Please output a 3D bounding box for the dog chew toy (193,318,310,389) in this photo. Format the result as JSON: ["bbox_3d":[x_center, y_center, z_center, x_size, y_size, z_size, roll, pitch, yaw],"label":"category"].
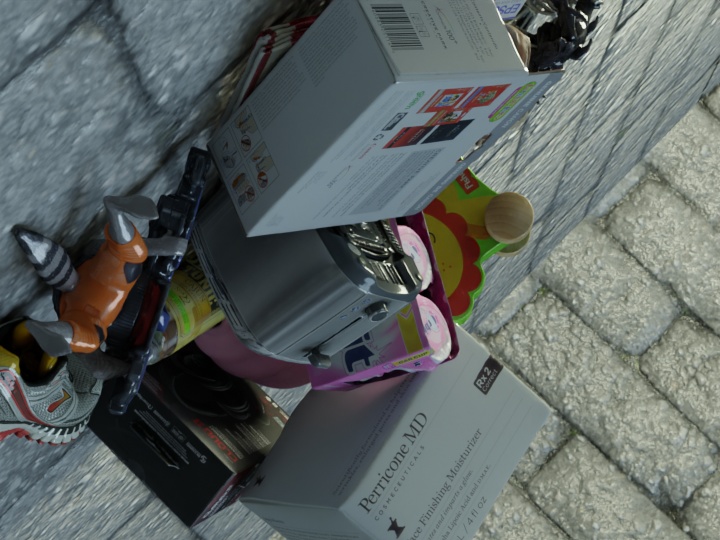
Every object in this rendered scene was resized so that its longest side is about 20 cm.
[{"bbox_3d":[-0.092,0.048,1.624,0.125,0.125,0.200,-49,162,12],"label":"dog chew toy"}]

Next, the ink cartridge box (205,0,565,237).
[{"bbox_3d":[0.018,-0.115,1.260,0.175,0.084,0.200,-8,155,-42],"label":"ink cartridge box"}]

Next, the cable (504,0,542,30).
[{"bbox_3d":[0.142,-0.246,1.714,0.200,0.050,0.097,-59,153,-1],"label":"cable"}]

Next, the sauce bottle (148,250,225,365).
[{"bbox_3d":[-0.130,0.012,1.484,0.200,0.065,0.065,-38,166,-48],"label":"sauce bottle"}]

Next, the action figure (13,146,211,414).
[{"bbox_3d":[-0.176,-0.010,1.229,0.193,0.104,0.201,115,-7,-79],"label":"action figure"}]

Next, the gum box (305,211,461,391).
[{"bbox_3d":[0.000,0.000,1.472,0.113,0.201,0.066,-21,166,25],"label":"gum box"}]

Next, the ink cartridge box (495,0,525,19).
[{"bbox_3d":[0.098,-0.261,1.307,0.198,0.043,0.200,-16,152,-46],"label":"ink cartridge box"}]

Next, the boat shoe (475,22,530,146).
[{"bbox_3d":[0.101,-0.147,1.398,0.200,0.072,0.076,150,-50,-73],"label":"boat shoe"}]

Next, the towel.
[{"bbox_3d":[-0.006,-0.152,1.299,0.199,0.023,0.144,-17,159,-27],"label":"towel"}]

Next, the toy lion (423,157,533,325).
[{"bbox_3d":[0.051,-0.041,1.645,0.191,0.200,0.069,-33,167,-8],"label":"toy lion"}]

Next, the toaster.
[{"bbox_3d":[-0.051,-0.021,1.398,0.129,0.200,0.114,-41,151,22],"label":"toaster"}]

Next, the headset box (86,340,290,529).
[{"bbox_3d":[-0.157,0.148,1.645,0.077,0.149,0.200,-50,168,17],"label":"headset box"}]

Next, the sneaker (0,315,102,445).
[{"bbox_3d":[-0.234,0.078,1.272,0.082,0.078,0.200,-50,169,11],"label":"sneaker"}]

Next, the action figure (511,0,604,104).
[{"bbox_3d":[0.182,-0.258,1.612,0.200,0.102,0.119,-62,173,-5],"label":"action figure"}]

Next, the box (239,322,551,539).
[{"bbox_3d":[0.028,0.163,1.556,0.199,0.131,0.200,-56,-159,-20],"label":"box"}]
